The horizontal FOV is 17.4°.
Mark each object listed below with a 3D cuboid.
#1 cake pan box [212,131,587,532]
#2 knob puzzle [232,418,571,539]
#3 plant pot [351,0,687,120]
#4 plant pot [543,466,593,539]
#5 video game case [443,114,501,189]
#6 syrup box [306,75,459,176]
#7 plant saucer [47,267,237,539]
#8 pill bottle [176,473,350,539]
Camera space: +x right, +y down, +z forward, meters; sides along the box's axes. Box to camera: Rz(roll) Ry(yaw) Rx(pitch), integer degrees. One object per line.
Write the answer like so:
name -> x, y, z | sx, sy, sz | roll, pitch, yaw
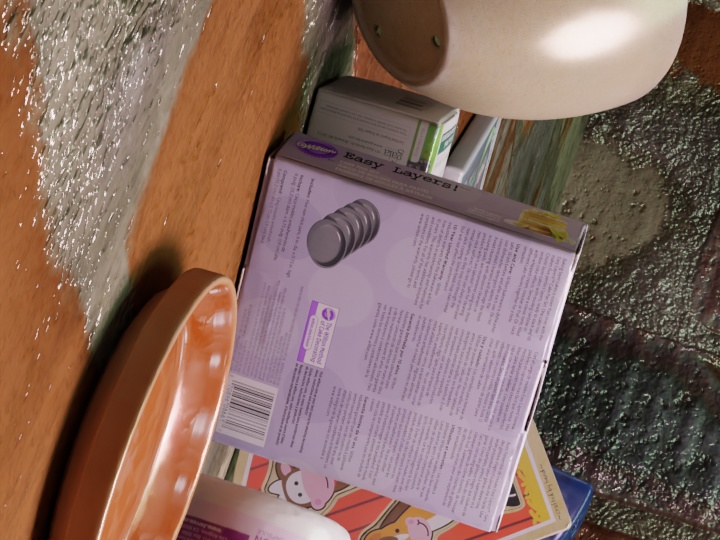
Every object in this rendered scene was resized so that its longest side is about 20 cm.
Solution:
cake pan box -> 0.018, 0.040, 1.360 | 0.052, 0.184, 0.201 | -56, 161, -64
knob puzzle -> 0.012, 0.114, 1.509 | 0.030, 0.219, 0.220 | 79, 30, -77
plant pot -> 0.073, -0.171, 1.375 | 0.134, 0.200, 0.201 | -23, 143, -30
plant pot -> 0.210, 0.372, 3.422 | 0.200, 0.200, 0.180 | 86, 29, -71
video game case -> 0.089, -0.051, 2.239 | 0.200, 0.023, 0.182 | -57, 162, -62
syrup box -> -0.007, -0.012, 1.447 | 0.079, 0.081, 0.201 | -40, 145, -74
plant saucer -> -0.110, 0.094, 1.150 | 0.200, 0.032, 0.201 | 18, 90, -81
pill bottle -> -0.086, 0.222, 1.303 | 0.112, 0.112, 0.201 | 72, 36, -77
